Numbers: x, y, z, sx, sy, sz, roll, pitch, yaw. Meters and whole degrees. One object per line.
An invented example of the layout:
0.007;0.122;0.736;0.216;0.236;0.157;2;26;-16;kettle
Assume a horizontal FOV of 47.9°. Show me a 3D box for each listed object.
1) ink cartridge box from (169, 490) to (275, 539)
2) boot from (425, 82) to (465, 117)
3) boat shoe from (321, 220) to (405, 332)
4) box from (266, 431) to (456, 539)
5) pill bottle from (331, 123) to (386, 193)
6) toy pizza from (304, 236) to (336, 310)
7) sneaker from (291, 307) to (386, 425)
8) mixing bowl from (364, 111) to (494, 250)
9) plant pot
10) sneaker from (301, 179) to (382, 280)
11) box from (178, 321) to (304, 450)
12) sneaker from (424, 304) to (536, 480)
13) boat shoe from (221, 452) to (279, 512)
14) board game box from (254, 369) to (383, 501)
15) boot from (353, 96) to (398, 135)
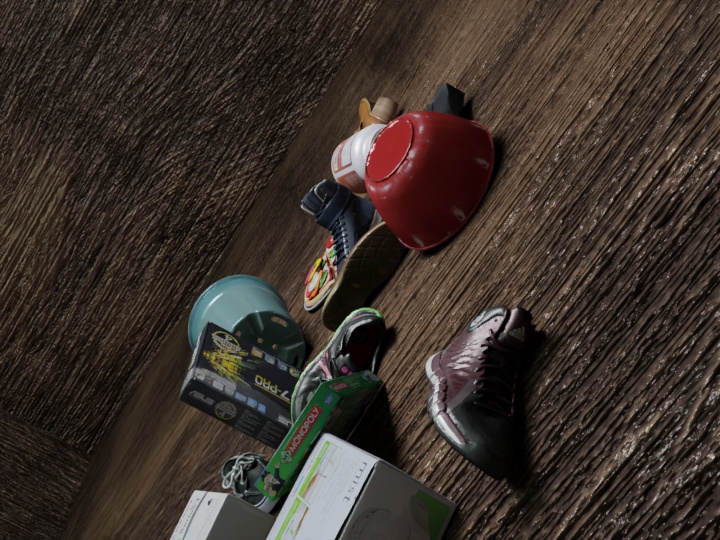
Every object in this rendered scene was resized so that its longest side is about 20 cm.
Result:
-0.214;0.398;1.153;0.200;0.084;0.147;-28;33;62;ink cartridge box
0.106;-0.203;1.323;0.165;0.065;0.201;-41;25;28;boot
0.000;0.001;1.261;0.201;0.071;0.068;-57;17;17;boat shoe
-0.023;0.271;0.762;0.202;0.096;0.176;-62;16;-13;box
0.024;-0.210;1.521;0.113;0.111;0.200;-61;16;-11;pill bottle
-0.061;-0.015;1.564;0.201;0.032;0.201;-53;16;22;toy pizza
-0.030;0.138;1.082;0.202;0.076;0.084;-61;11;-6;sneaker
0.077;-0.142;1.118;0.199;0.108;0.202;-33;43;37;mixing bowl
-0.197;0.124;1.460;0.202;0.199;0.196;-59;22;-3;plant pot
-0.047;-0.065;1.404;0.077;0.145;0.204;-39;25;45;sneaker
-0.158;0.174;1.188;0.049;0.199;0.162;-53;15;22;box
0.116;0.088;0.718;0.116;0.075;0.200;-52;15;13;sneaker
-0.162;0.304;1.200;0.074;0.068;0.199;-62;15;-13;boat shoe
-0.041;0.185;0.943;0.135;0.029;0.200;-56;-14;6;board game box
0.009;-0.309;1.842;0.156;0.073;0.200;-64;13;-3;boot
